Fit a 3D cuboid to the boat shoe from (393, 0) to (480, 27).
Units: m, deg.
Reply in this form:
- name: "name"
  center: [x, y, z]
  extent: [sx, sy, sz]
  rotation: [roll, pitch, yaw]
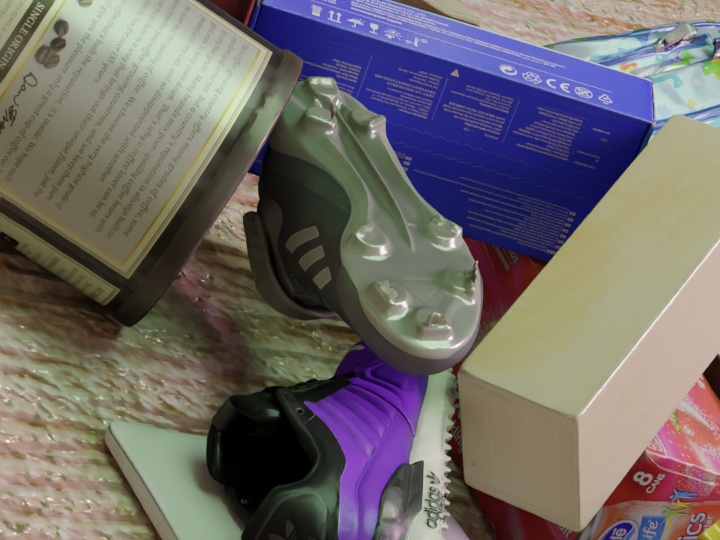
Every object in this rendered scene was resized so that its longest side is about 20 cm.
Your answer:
- name: "boat shoe"
  center: [0.028, -0.130, 1.696]
  extent: [0.202, 0.075, 0.075]
  rotation: [-6, 57, -56]

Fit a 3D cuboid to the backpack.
- name: "backpack"
  center: [0.153, -0.065, 1.544]
  extent: [0.200, 0.163, 0.154]
  rotation: [-30, 88, -34]

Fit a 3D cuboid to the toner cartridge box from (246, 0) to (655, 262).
- name: "toner cartridge box"
  center: [0.034, -0.073, 1.367]
  extent: [0.199, 0.095, 0.043]
  rotation: [17, 35, -7]

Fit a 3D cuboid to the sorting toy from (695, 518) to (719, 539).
- name: "sorting toy"
  center: [0.185, 0.146, 1.259]
  extent: [0.107, 0.180, 0.200]
  rotation: [49, 25, 18]

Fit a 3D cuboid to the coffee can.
- name: "coffee can"
  center: [-0.147, -0.089, 1.270]
  extent: [0.200, 0.146, 0.146]
  rotation: [34, 23, -9]

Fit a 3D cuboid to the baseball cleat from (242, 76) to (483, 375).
- name: "baseball cleat"
  center: [0.000, 0.000, 1.277]
  extent: [0.070, 0.107, 0.200]
  rotation: [4, 37, -21]

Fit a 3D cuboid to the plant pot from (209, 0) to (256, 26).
- name: "plant pot"
  center: [-0.111, -0.179, 1.400]
  extent: [0.200, 0.178, 0.201]
  rotation: [5, 31, -3]

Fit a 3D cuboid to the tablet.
- name: "tablet"
  center: [-0.013, 0.122, 1.238]
  extent: [0.200, 0.014, 0.130]
  rotation: [12, 34, -45]

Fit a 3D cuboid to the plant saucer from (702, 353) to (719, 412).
- name: "plant saucer"
  center: [0.216, 0.128, 1.447]
  extent: [0.201, 0.037, 0.200]
  rotation: [57, 4, -6]

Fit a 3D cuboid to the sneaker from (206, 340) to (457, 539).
- name: "sneaker"
  center: [-0.017, 0.073, 1.222]
  extent: [0.099, 0.070, 0.200]
  rotation: [25, 23, -11]

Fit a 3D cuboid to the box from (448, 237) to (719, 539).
- name: "box"
  center: [0.106, 0.068, 1.401]
  extent: [0.095, 0.100, 0.200]
  rotation: [19, 29, -36]

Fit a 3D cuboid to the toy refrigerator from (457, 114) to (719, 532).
- name: "toy refrigerator"
  center: [0.122, 0.020, 1.300]
  extent: [0.070, 0.076, 0.200]
  rotation: [22, 50, 26]
